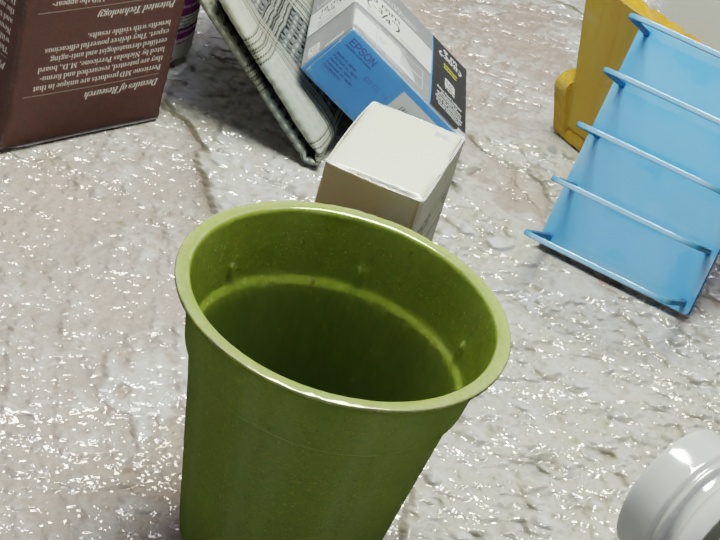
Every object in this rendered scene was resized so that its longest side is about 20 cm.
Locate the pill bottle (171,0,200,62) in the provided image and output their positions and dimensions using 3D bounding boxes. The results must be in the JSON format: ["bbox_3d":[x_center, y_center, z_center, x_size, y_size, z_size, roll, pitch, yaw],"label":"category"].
[{"bbox_3d":[-0.182,-0.289,1.608,0.112,0.201,0.113,12,32,-8],"label":"pill bottle"}]

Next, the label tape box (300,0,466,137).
[{"bbox_3d":[0.025,-0.191,1.628,0.144,0.063,0.200,43,26,-22],"label":"label tape box"}]

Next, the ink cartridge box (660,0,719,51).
[{"bbox_3d":[0.345,-0.252,1.852,0.082,0.146,0.200,20,32,9],"label":"ink cartridge box"}]

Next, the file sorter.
[{"bbox_3d":[0.234,-0.085,1.465,0.138,0.201,0.123,27,6,15],"label":"file sorter"}]

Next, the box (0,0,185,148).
[{"bbox_3d":[-0.252,-0.233,1.493,0.164,0.201,0.166,-17,46,-42],"label":"box"}]

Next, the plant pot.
[{"bbox_3d":[-0.032,0.091,1.115,0.199,0.191,0.200,12,33,-8],"label":"plant pot"}]

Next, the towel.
[{"bbox_3d":[-0.066,-0.213,1.597,0.200,0.034,0.193,55,27,-18],"label":"towel"}]

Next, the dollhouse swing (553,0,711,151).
[{"bbox_3d":[0.294,-0.153,1.652,0.181,0.177,0.200,-13,42,-38],"label":"dollhouse swing"}]

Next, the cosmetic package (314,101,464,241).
[{"bbox_3d":[0.000,0.000,1.257,0.071,0.201,0.105,22,32,8],"label":"cosmetic package"}]

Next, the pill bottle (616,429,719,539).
[{"bbox_3d":[0.262,0.198,1.162,0.113,0.114,0.200,-14,43,-39],"label":"pill bottle"}]
